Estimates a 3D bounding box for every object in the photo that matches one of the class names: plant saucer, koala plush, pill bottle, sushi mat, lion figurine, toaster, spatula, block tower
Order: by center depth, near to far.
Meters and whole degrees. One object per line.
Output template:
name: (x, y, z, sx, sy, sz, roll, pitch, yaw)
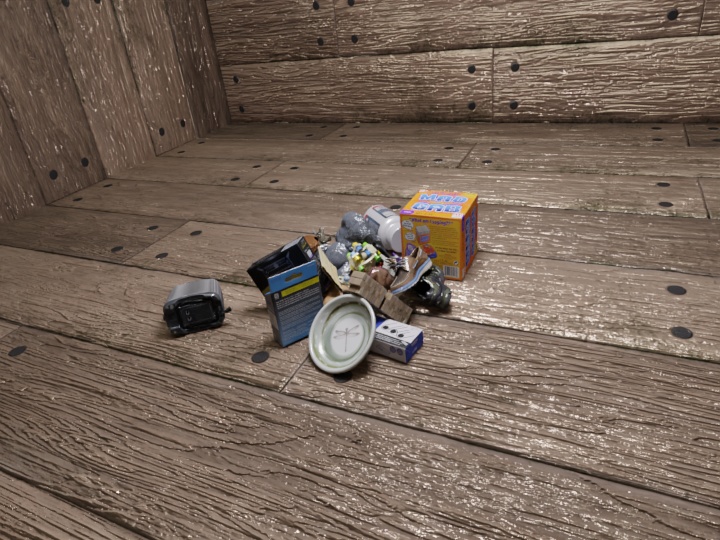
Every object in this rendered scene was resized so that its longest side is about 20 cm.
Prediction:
plant saucer: (-0.039, 0.163, 1.315, 0.196, 0.050, 0.205, -17, 56, 26)
block tower: (0.050, 0.075, 1.376, 0.057, 0.199, 0.055, 13, 70, 54)
lion figurine: (-0.073, 0.081, 1.481, 0.119, 0.075, 0.200, 12, 12, -3)
sushi mat: (-0.089, -0.006, 1.511, 0.012, 0.096, 0.201, -37, 19, 5)
toaster: (-0.472, 0.097, 1.529, 0.194, 0.117, 0.130, -14, 27, -9)
spatula: (0.091, -0.043, 1.562, 0.056, 0.021, 0.199, 38, 7, 31)
koala plush: (-0.046, -0.068, 1.689, 0.200, 0.185, 0.177, -43, 61, -9)
pill bottle: (0.096, -0.141, 1.817, 0.117, 0.123, 0.200, -17, 30, -19)

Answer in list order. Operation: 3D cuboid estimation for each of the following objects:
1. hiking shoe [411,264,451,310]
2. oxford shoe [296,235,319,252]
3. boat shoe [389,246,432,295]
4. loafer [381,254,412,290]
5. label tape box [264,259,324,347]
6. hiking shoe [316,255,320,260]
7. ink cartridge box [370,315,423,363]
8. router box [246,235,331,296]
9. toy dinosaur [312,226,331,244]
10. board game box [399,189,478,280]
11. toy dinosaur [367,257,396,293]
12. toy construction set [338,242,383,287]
hiking shoe: (0.190, 0.032, 1.500, 0.098, 0.077, 0.201, 17, 23, -20)
oxford shoe: (-0.161, -0.066, 1.586, 0.069, 0.073, 0.201, -11, 22, 7)
boat shoe: (0.127, 0.000, 1.454, 0.071, 0.073, 0.200, -25, 11, 39)
loafer: (0.094, 0.015, 1.606, 0.070, 0.070, 0.199, -51, 47, -6)
label tape box: (-0.175, 0.079, 1.396, 0.141, 0.205, 0.063, -21, 28, -26)
hiking shoe: (-0.192, 0.019, 1.642, 0.195, 0.089, 0.074, -18, -20, 22)
ink cartridge box: (0.055, 0.167, 1.350, 0.196, 0.045, 0.094, 13, 33, 34)
router box: (-0.202, 0.016, 1.491, 0.196, 0.159, 0.053, -24, 19, 26)
toy dinosaur: (-0.156, -0.075, 1.830, 0.100, 0.079, 0.201, -4, 31, 32)
board game box: (0.251, -0.117, 1.651, 0.195, 0.205, 0.200, 8, 32, 25)
toy dinosaur: (0.061, 0.022, 1.477, 0.085, 0.139, 0.198, 29, 11, 33)
toy construction set: (0.000, 0.000, 1.546, 0.129, 0.202, 0.093, -22, 65, -34)
